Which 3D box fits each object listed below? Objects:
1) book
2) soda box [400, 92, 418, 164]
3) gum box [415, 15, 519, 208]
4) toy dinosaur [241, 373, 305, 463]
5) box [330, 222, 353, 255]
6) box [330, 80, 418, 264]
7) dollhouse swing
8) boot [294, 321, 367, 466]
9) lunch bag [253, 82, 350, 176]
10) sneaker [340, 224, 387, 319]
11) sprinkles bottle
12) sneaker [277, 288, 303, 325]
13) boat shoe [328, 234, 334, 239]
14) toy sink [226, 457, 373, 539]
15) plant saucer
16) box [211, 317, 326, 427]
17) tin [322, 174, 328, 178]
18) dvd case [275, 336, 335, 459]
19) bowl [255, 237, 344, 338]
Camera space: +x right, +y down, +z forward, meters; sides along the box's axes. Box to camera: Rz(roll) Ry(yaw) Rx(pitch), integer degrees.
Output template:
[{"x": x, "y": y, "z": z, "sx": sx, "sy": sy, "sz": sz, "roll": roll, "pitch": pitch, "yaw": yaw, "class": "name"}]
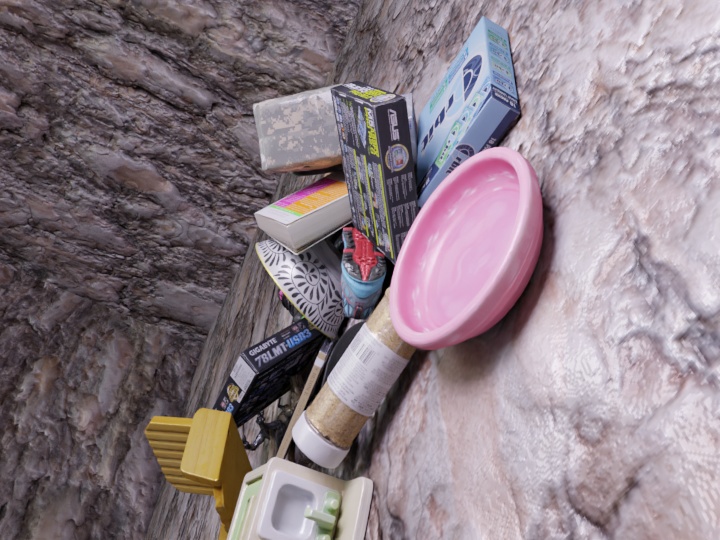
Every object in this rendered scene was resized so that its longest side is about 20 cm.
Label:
[{"x": -0.054, "y": -0.108, "z": 0.959, "sx": 0.197, "sy": 0.049, "sz": 0.133, "roll": -31, "pitch": 31, "yaw": -22, "class": "book"}, {"x": 0.054, "y": -0.216, "z": 0.945, "sx": 0.201, "sy": 0.061, "sz": 0.070, "roll": -80, "pitch": -20, "yaw": -64, "class": "soda box"}, {"x": 0.130, "y": -0.199, "z": 0.796, "sx": 0.171, "sy": 0.043, "sz": 0.204, "roll": -54, "pitch": 21, "yaw": 42, "class": "gum box"}, {"x": -0.150, "y": 0.273, "z": 1.042, "sx": 0.047, "sy": 0.087, "sz": 0.205, "roll": 25, "pitch": 94, "yaw": 49, "class": "toy dinosaur"}, {"x": -0.015, "y": -0.080, "z": 1.124, "sx": 0.200, "sy": 0.047, "sz": 0.162, "roll": -44, "pitch": 27, "yaw": 56, "class": "box"}, {"x": 0.020, "y": -0.132, "z": 0.814, "sx": 0.160, "sy": 0.043, "sz": 0.206, "roll": -136, "pitch": 32, "yaw": -59, "class": "box"}, {"x": -0.267, "y": 0.350, "z": 0.997, "sx": 0.184, "sy": 0.170, "sz": 0.205, "roll": -92, "pitch": -7, "yaw": -58, "class": "dollhouse swing"}, {"x": -0.041, "y": 0.173, "z": 0.836, "sx": 0.205, "sy": 0.068, "sz": 0.174, "roll": -66, "pitch": 7, "yaw": -17, "class": "boot"}, {"x": -0.059, "y": -0.218, "z": 0.993, "sx": 0.200, "sy": 0.158, "sz": 0.122, "roll": -31, "pitch": -67, "yaw": -73, "class": "lunch bag"}, {"x": 0.000, "y": 0.000, "z": 0.900, "sx": 0.201, "sy": 0.077, "sz": 0.098, "roll": -71, "pitch": -7, "yaw": -64, "class": "sneaker"}, {"x": 0.003, "y": 0.120, "z": 0.692, "sx": 0.203, "sy": 0.067, "sz": 0.068, "roll": -56, "pitch": 17, "yaw": 7, "class": "sprinkles bottle"}, {"x": -0.131, "y": 0.068, "z": 1.251, "sx": 0.078, "sy": 0.082, "sz": 0.201, "roll": -62, "pitch": 16, "yaw": 16, "class": "sneaker"}, {"x": -0.073, "y": -0.086, "z": 1.112, "sx": 0.200, "sy": 0.071, "sz": 0.069, "roll": -43, "pitch": -1, "yaw": 30, "class": "boat shoe"}, {"x": -0.084, "y": 0.300, "z": 0.711, "sx": 0.200, "sy": 0.109, "sz": 0.134, "roll": -42, "pitch": 29, "yaw": 56, "class": "toy sink"}, {"x": 0.103, "y": -0.016, "z": 0.590, "sx": 0.201, "sy": 0.050, "sz": 0.204, "roll": -49, "pitch": 26, "yaw": 33, "class": "plant saucer"}, {"x": -0.157, "y": 0.178, "z": 1.064, "sx": 0.198, "sy": 0.050, "sz": 0.200, "roll": -29, "pitch": -21, "yaw": -50, "class": "box"}, {"x": -0.057, "y": -0.138, "z": 1.258, "sx": 0.204, "sy": 0.041, "sz": 0.111, "roll": -64, "pitch": -18, "yaw": 12, "class": "tin"}, {"x": -0.088, "y": 0.207, "z": 0.965, "sx": 0.149, "sy": 0.016, "sz": 0.205, "roll": -48, "pitch": -20, "yaw": -86, "class": "dvd case"}, {"x": -0.072, "y": 0.001, "z": 1.013, "sx": 0.094, "sy": 0.202, "sz": 0.201, "roll": -40, "pitch": 19, "yaw": 4, "class": "bowl"}]
